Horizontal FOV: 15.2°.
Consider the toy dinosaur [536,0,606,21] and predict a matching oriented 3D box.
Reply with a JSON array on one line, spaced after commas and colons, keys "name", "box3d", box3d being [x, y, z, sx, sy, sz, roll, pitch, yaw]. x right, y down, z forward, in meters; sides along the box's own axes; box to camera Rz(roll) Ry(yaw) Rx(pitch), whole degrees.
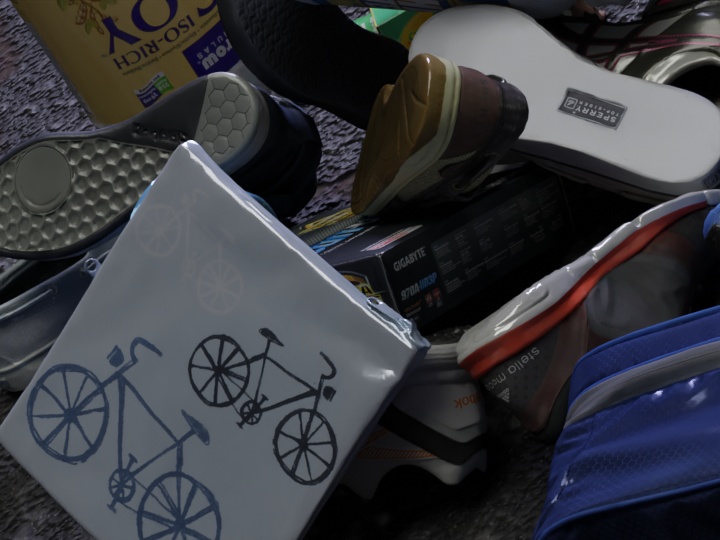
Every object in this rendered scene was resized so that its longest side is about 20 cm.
[{"name": "toy dinosaur", "box3d": [0.077, -0.174, 1.602, 0.199, 0.136, 0.086, -7, 38, 38]}]

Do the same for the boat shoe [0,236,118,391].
[{"name": "boat shoe", "box3d": [-0.160, -0.013, 1.660, 0.201, 0.072, 0.070, -42, 30, -15]}]

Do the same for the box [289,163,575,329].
[{"name": "box", "box3d": [0.000, 0.000, 1.429, 0.158, 0.046, 0.200, -12, 9, 34]}]

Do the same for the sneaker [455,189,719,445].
[{"name": "sneaker", "box3d": [0.129, 0.028, 1.330, 0.200, 0.082, 0.077, -31, -6, -38]}]

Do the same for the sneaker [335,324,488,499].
[{"name": "sneaker", "box3d": [-0.020, 0.082, 1.366, 0.199, 0.081, 0.074, -11, 4, 40]}]

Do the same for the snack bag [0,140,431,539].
[{"name": "snack bag", "box3d": [-0.078, 0.060, 1.347, 0.188, 0.021, 0.201, 40, 106, 28]}]

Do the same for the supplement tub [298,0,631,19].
[{"name": "supplement tub", "box3d": [0.054, -0.214, 1.491, 0.199, 0.145, 0.145, 6, 43, 20]}]

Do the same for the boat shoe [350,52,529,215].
[{"name": "boat shoe", "box3d": [0.038, -0.061, 1.388, 0.200, 0.064, 0.074, 154, 129, -80]}]

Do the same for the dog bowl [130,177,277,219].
[{"name": "dog bowl", "box3d": [-0.099, 0.038, 1.476, 0.049, 0.112, 0.201, 7, 57, 29]}]

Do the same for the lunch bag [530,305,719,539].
[{"name": "lunch bag", "box3d": [0.168, 0.091, 1.112, 0.199, 0.136, 0.133, -17, 32, 29]}]

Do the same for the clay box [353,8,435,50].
[{"name": "clay box", "box3d": [0.074, -0.198, 1.732, 0.199, 0.048, 0.115, -29, 29, 7]}]

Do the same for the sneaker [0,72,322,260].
[{"name": "sneaker", "box3d": [-0.119, -0.052, 1.615, 0.201, 0.077, 0.146, -19, -11, 20]}]

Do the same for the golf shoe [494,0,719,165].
[{"name": "golf shoe", "box3d": [0.137, -0.099, 1.496, 0.199, 0.077, 0.088, -22, 37, 20]}]

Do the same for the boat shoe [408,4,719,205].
[{"name": "boat shoe", "box3d": [0.116, -0.082, 1.438, 0.199, 0.066, 0.072, 20, 74, 29]}]

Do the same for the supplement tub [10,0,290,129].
[{"name": "supplement tub", "box3d": [-0.140, -0.173, 1.749, 0.145, 0.200, 0.146, -25, 30, 15]}]

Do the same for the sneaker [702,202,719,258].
[{"name": "sneaker", "box3d": [0.219, -0.077, 1.343, 0.200, 0.089, 0.079, -48, -10, -34]}]

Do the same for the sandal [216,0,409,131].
[{"name": "sandal", "box3d": [-0.032, -0.127, 1.597, 0.043, 0.200, 0.077, -1, 70, 31]}]
